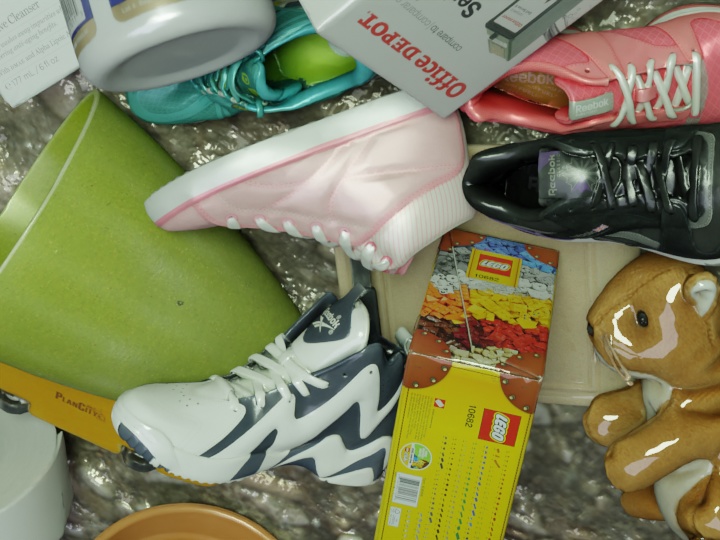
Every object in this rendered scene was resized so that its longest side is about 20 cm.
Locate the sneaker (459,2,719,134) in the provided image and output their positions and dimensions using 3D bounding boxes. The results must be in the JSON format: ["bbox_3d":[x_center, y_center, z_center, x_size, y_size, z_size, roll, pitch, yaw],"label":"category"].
[{"bbox_3d":[0.148,-0.102,0.724,0.198,0.087,0.074,1,119,19],"label":"sneaker"}]

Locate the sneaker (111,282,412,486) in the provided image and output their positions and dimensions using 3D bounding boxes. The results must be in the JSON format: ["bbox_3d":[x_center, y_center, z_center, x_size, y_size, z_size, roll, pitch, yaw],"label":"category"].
[{"bbox_3d":[-0.047,0.061,0.786,0.197,0.080,0.131,13,111,-27],"label":"sneaker"}]

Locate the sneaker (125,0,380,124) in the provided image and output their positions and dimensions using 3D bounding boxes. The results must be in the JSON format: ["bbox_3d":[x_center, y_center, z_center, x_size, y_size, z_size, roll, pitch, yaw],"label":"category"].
[{"bbox_3d":[-0.067,-0.130,0.789,0.198,0.080,0.078,-10,115,25],"label":"sneaker"}]

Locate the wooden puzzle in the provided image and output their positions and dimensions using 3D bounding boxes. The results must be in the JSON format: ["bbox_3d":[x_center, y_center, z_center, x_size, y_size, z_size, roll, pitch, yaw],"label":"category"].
[{"bbox_3d":[0.084,0.001,0.838,0.198,0.037,0.187,0,117,14],"label":"wooden puzzle"}]

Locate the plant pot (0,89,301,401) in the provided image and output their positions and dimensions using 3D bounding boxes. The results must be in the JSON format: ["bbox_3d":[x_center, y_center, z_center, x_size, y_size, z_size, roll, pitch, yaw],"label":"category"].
[{"bbox_3d":[-0.144,0.013,0.853,0.199,0.188,0.187,33,125,-20],"label":"plant pot"}]

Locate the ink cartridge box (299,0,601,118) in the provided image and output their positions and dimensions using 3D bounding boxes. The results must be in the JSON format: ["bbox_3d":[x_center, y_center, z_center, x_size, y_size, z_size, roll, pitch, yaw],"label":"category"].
[{"bbox_3d":[0.071,-0.184,0.641,0.199,0.145,0.085,-36,63,19],"label":"ink cartridge box"}]

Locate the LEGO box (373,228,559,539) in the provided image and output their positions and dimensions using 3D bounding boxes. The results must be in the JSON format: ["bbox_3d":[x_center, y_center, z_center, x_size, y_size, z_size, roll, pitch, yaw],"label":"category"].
[{"bbox_3d":[0.063,0.100,0.788,0.076,0.149,0.202,12,121,6],"label":"LEGO box"}]

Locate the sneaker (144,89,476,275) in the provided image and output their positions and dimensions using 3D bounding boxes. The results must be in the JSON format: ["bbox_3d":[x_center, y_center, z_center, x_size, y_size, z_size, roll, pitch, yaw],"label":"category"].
[{"bbox_3d":[-0.024,-0.034,0.757,0.198,0.075,0.106,-19,95,3],"label":"sneaker"}]

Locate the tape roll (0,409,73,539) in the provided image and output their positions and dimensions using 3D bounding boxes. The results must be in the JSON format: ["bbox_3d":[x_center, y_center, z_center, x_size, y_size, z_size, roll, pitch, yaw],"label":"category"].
[{"bbox_3d":[-0.326,0.170,0.975,0.200,0.203,0.071,7,119,16],"label":"tape roll"}]

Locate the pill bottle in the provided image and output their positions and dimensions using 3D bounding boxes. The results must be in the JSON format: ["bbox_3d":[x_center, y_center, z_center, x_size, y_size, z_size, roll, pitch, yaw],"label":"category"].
[{"bbox_3d":[-0.127,-0.213,0.713,0.115,0.115,0.202,-19,86,27],"label":"pill bottle"}]

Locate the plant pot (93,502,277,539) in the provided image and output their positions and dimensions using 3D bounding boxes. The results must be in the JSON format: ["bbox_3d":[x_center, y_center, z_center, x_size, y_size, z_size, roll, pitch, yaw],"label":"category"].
[{"bbox_3d":[-0.143,0.305,1.003,0.199,0.201,0.141,27,140,3],"label":"plant pot"}]

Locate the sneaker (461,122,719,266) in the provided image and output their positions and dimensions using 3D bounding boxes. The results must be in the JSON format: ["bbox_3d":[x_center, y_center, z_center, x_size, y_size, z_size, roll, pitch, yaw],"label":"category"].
[{"bbox_3d":[0.140,-0.041,0.677,0.199,0.087,0.077,-2,87,47],"label":"sneaker"}]

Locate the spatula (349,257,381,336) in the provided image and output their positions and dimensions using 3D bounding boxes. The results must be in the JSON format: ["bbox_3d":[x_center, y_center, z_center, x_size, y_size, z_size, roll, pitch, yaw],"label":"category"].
[{"bbox_3d":[0.000,0.000,0.825,0.056,0.021,0.202,-4,118,4],"label":"spatula"}]

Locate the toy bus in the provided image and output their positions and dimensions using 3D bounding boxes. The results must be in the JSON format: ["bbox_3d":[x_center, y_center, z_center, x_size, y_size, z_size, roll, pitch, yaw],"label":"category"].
[{"bbox_3d":[-0.182,0.088,0.950,0.198,0.078,0.066,23,124,6],"label":"toy bus"}]

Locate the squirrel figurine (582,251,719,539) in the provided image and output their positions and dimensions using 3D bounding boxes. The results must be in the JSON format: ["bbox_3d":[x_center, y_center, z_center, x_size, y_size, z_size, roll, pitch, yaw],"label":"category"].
[{"bbox_3d":[0.232,0.068,0.780,0.198,0.142,0.188,-17,100,9],"label":"squirrel figurine"}]

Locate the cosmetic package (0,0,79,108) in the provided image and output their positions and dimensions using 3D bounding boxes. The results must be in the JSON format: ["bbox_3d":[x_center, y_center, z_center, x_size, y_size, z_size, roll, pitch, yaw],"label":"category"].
[{"bbox_3d":[-0.219,-0.221,0.791,0.112,0.081,0.201,-23,109,30],"label":"cosmetic package"}]
